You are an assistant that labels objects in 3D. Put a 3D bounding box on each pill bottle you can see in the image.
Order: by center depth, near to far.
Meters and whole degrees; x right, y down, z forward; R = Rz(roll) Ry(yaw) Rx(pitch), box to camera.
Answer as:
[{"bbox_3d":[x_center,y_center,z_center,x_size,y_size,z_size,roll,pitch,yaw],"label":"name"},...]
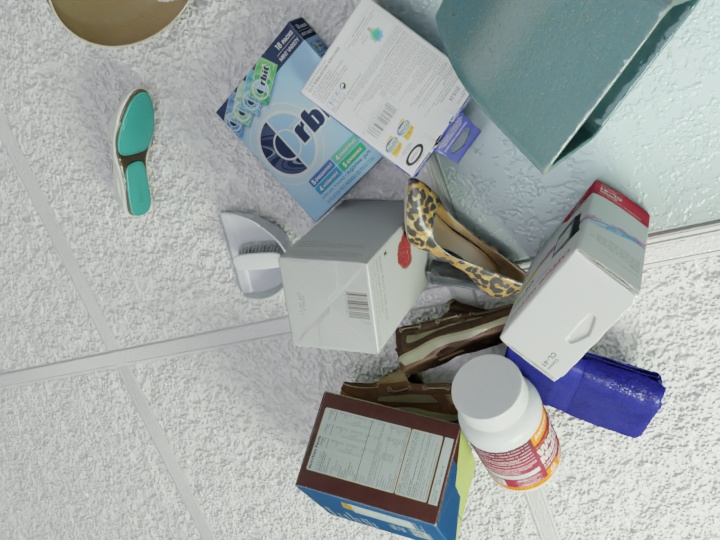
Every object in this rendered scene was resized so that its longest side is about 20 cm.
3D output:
[{"bbox_3d":[0.190,0.199,1.064,0.108,0.110,0.201,-3,143,25],"label":"pill bottle"}]

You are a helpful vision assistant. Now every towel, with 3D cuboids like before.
[{"bbox_3d":[0.281,0.143,1.057,0.198,0.050,0.148,20,154,14],"label":"towel"}]

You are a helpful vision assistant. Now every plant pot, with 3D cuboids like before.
[{"bbox_3d":[0.196,-0.254,0.840,0.200,0.196,0.197,41,125,12],"label":"plant pot"},{"bbox_3d":[-0.315,-0.400,1.011,0.135,0.199,0.201,51,128,27],"label":"plant pot"}]

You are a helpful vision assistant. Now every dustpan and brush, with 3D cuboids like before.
[{"bbox_3d":[-0.119,-0.018,1.171,0.198,0.057,0.141,-2,113,25],"label":"dustpan and brush"}]

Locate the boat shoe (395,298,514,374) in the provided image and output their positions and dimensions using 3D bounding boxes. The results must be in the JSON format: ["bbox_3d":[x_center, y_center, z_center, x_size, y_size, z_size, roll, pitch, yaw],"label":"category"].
[{"bbox_3d":[0.135,0.070,1.093,0.200,0.075,0.076,-22,69,15],"label":"boat shoe"}]

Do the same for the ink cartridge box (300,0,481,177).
[{"bbox_3d":[0.048,-0.204,0.965,0.199,0.076,0.137,37,102,2],"label":"ink cartridge box"}]

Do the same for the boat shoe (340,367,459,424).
[{"bbox_3d":[0.066,0.177,1.187,0.198,0.075,0.075,7,85,28],"label":"boat shoe"}]

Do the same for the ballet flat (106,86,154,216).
[{"bbox_3d":[-0.343,-0.176,1.200,0.069,0.069,0.202,17,121,16],"label":"ballet flat"}]

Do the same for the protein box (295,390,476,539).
[{"bbox_3d":[0.042,0.285,1.152,0.198,0.136,0.199,11,156,19],"label":"protein box"}]

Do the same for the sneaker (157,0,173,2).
[{"bbox_3d":[-0.164,-0.388,0.989,0.198,0.079,0.080,-17,106,9],"label":"sneaker"}]

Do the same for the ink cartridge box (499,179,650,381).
[{"bbox_3d":[0.248,0.006,0.931,0.085,0.200,0.148,36,124,3],"label":"ink cartridge box"}]

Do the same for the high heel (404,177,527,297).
[{"bbox_3d":[0.135,-0.042,1.014,0.141,0.072,0.201,7,145,27],"label":"high heel"}]

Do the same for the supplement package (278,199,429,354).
[{"bbox_3d":[0.000,0.000,1.041,0.118,0.200,0.123,3,116,24],"label":"supplement package"}]

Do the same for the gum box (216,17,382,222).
[{"bbox_3d":[-0.067,-0.193,1.070,0.200,0.045,0.170,47,123,-4],"label":"gum box"}]
